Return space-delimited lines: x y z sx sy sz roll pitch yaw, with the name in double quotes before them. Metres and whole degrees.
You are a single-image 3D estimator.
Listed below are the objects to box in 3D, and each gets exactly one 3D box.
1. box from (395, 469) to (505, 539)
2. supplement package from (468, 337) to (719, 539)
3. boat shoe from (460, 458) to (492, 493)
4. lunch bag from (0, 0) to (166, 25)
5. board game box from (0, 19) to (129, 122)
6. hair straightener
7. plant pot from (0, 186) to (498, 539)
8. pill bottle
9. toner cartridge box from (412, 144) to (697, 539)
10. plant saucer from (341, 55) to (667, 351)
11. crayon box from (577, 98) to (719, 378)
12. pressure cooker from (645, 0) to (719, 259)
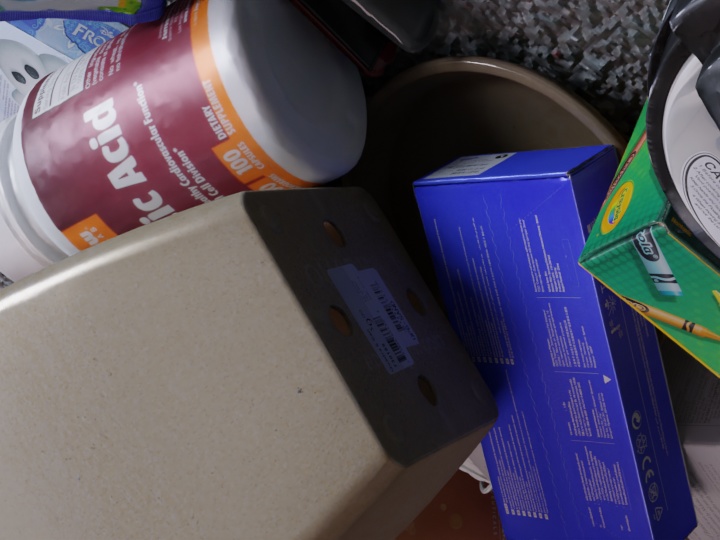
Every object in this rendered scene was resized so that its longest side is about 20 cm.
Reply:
"box" 0.006 0.204 0.982 0.198 0.154 0.106 7 158 -25
"supplement package" 0.171 0.082 0.768 0.199 0.114 0.110 -4 136 45
"boat shoe" 0.091 0.115 0.925 0.200 0.075 0.086 19 149 20
"lunch bag" -0.170 -0.205 0.601 0.199 0.128 0.170 25 150 6
"board game box" -0.145 -0.071 0.867 0.198 0.044 0.200 29 150 -3
"hair straightener" -0.033 -0.176 0.632 0.200 0.041 0.077 46 146 -20
"plant pot" -0.054 0.065 0.661 0.176 0.200 0.201 -35 79 23
"pill bottle" -0.106 -0.066 0.715 0.199 0.115 0.114 -23 126 29
"toner cartridge box" 0.096 0.042 0.676 0.094 0.043 0.202 1 113 44
"plant saucer" 0.076 -0.019 0.718 0.199 0.029 0.202 22 130 30
"crayon box" 0.202 0.001 0.615 0.199 0.119 0.058 37 149 -15
"pressure cooker" 0.183 -0.074 0.435 0.174 0.201 0.179 17 149 18
